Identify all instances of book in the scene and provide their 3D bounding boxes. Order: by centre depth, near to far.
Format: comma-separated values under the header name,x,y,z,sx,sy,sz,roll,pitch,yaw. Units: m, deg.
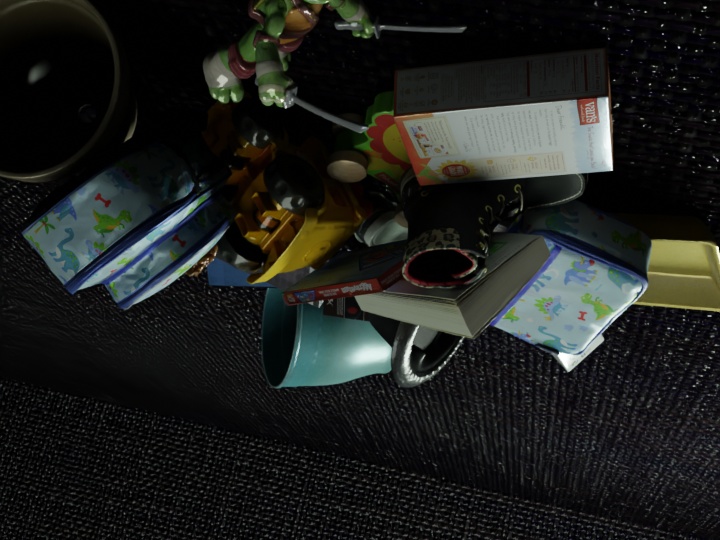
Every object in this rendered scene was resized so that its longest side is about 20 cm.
name,x,y,z,sx,sy,sz,roll,pitch,yaw
book,0.095,0.004,1.162,0.199,0.133,0.048,7,130,57

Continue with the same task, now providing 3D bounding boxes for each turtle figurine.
name,x,y,z,sx,sy,sz,roll,pitch,yaw
turtle figurine,-0.049,-0.190,0.968,0.198,0.146,0.193,29,160,-25

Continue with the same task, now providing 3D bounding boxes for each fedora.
name,x,y,z,sx,sy,sz,roll,pitch,yaw
fedora,0.070,0.046,1.319,0.091,0.202,0.201,32,168,24

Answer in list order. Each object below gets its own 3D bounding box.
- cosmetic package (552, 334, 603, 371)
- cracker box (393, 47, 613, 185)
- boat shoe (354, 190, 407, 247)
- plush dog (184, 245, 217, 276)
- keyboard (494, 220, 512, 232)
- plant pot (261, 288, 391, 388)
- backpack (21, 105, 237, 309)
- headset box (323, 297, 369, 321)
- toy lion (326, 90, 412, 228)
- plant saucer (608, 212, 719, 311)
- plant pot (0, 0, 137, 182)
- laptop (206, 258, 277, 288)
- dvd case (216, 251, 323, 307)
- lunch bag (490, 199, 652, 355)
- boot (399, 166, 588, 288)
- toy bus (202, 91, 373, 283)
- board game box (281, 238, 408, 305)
name,x,y,z,sx,sy,sz,roll,pitch,yaw
cosmetic package,0.251,0.048,1.432,0.102,0.071,0.200,50,-178,34
cracker box,0.140,-0.143,1.025,0.197,0.059,0.134,-3,155,14
boat shoe,0.030,-0.058,1.392,0.061,0.075,0.200,50,178,15
plush dog,-0.237,-0.087,1.340,0.169,0.162,0.201,20,138,-1
keyboard,0.238,-0.021,1.269,0.197,0.011,0.056,19,160,-8
plant pot,-0.039,0.086,1.660,0.185,0.203,0.200,5,164,-19
backpack,-0.233,-0.053,1.114,0.182,0.200,0.148,-33,95,26
headset box,0.067,0.029,1.489,0.197,0.076,0.148,6,-171,22
toy lion,0.072,-0.130,1.177,0.190,0.070,0.199,-13,147,39
plant saucer,0.342,-0.017,1.290,0.197,0.049,0.200,5,157,27
plant pot,-0.323,-0.184,1.151,0.197,0.203,0.174,12,176,8
laptop,-0.178,-0.070,1.425,0.185,0.118,0.200,1,156,34
dvd case,-0.129,-0.047,1.393,0.198,0.016,0.150,25,136,15
lunch bag,0.223,0.009,1.225,0.159,0.083,0.200,25,144,-8
boot,0.136,-0.051,1.093,0.200,0.155,0.074,-4,130,10
toy bus,-0.080,-0.100,1.240,0.190,0.202,0.136,-6,149,-47
board game box,0.000,0.000,1.196,0.199,0.103,0.020,-10,112,56
